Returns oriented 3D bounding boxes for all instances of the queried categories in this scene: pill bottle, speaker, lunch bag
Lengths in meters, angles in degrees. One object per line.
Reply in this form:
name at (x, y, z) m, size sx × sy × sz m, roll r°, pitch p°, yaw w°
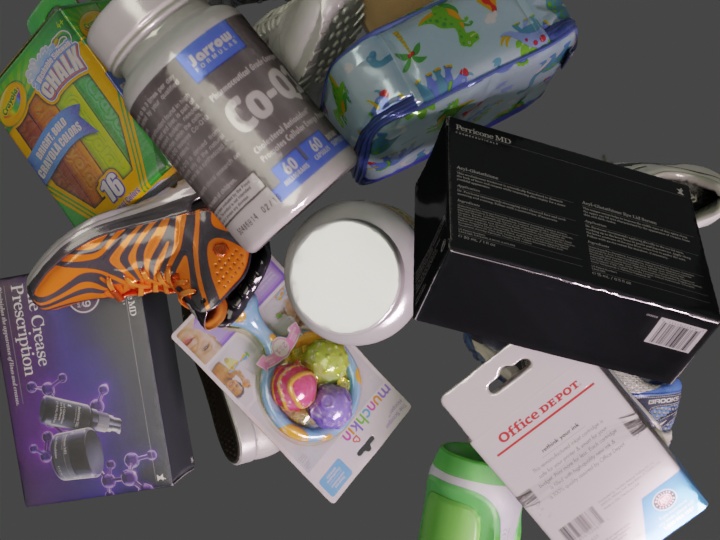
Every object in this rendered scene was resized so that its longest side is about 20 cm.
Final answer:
pill bottle at (-0.105, -0.124, 0.836) m, size 0.114 × 0.114 × 0.200 m, roll -40°, pitch 94°, yaw 7°
pill bottle at (0.000, 0.000, 0.896) m, size 0.111 × 0.200 × 0.114 m, roll 0°, pitch 92°, yaw 7°
speaker at (0.087, 0.255, 0.955) m, size 0.087 × 0.088 × 0.203 m, roll 10°, pitch 94°, yaw 7°
lunch bag at (0.068, -0.151, 0.886) m, size 0.199 × 0.161 × 0.083 m, roll -28°, pitch 81°, yaw -14°

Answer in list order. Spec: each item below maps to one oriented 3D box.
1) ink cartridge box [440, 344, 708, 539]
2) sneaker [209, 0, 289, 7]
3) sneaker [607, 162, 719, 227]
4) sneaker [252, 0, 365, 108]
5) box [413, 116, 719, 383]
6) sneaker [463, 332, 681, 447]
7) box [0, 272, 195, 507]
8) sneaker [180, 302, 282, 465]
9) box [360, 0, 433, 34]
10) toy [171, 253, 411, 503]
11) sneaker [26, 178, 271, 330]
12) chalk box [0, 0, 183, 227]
ink cartridge box at (0.164, 0.132, 0.878) m, size 0.115 × 0.067 × 0.201 m, roll -38°, pitch 99°, yaw 11°
sneaker at (-0.067, -0.245, 0.955) m, size 0.199 × 0.075 × 0.114 m, roll -37°, pitch 85°, yaw 5°
sneaker at (0.208, -0.057, 0.925) m, size 0.197 × 0.088 × 0.075 m, roll -9°, pitch 93°, yaw 9°
sneaker at (-0.054, -0.182, 0.902) m, size 0.076 × 0.200 × 0.081 m, roll -41°, pitch 85°, yaw -23°
box at (0.143, -0.015, 0.803) m, size 0.198 × 0.142 × 0.079 m, roll 15°, pitch 136°, yaw -10°
sneaker at (0.182, 0.082, 0.947) m, size 0.198 × 0.077 × 0.086 m, roll 27°, pitch 89°, yaw -4°
box at (-0.237, 0.095, 0.994) m, size 0.139 × 0.079 × 0.203 m, roll -10°, pitch 91°, yaw 5°
sneaker at (-0.103, 0.065, 0.991) m, size 0.084 × 0.073 × 0.202 m, roll -12°, pitch 81°, yaw -27°
box at (0.036, -0.290, 0.857) m, size 0.162 × 0.021 × 0.201 m, roll -32°, pitch 113°, yaw 2°
toy at (-0.049, 0.084, 0.941) m, size 0.200 × 0.047 × 0.115 m, roll 46°, pitch 66°, yaw -7°
sneaker at (-0.163, 0.006, 0.885) m, size 0.198 × 0.078 × 0.113 m, roll -27°, pitch 73°, yaw 1°
chalk box at (-0.217, -0.148, 0.937) m, size 0.124 × 0.124 × 0.201 m, roll -38°, pitch 88°, yaw 32°
